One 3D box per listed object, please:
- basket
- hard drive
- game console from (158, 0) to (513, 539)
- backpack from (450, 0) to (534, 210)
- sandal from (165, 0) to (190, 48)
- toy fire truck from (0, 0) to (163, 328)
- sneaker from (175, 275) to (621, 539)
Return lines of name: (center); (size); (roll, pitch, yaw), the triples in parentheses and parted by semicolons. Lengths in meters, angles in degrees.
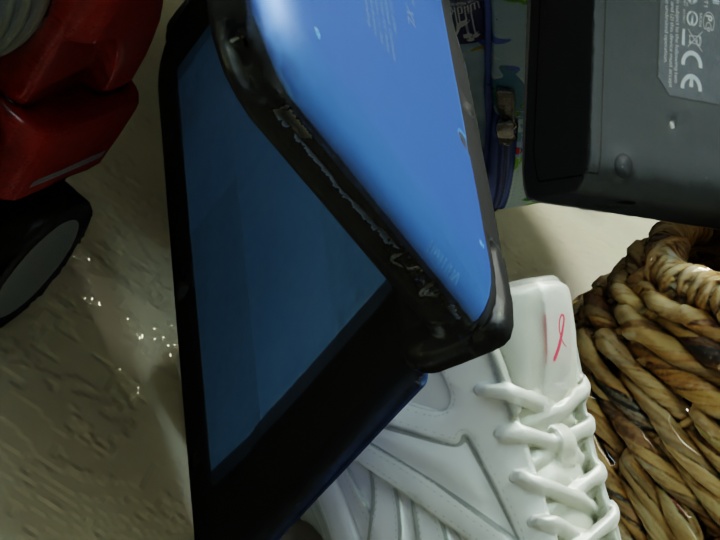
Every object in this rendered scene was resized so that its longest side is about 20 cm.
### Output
basket: (0.157, 0.031, 0.777); (0.200, 0.149, 0.143); (-2, 59, -52)
hard drive: (0.137, -0.079, 0.760); (0.199, 0.033, 0.140); (7, 81, -34)
game console: (-0.038, -0.055, 0.632); (0.171, 0.118, 0.201); (49, 25, -46)
backpack: (0.038, -0.120, 0.880); (0.146, 0.200, 0.184); (-15, 55, -4)
sandal: (0.000, 0.001, 0.794); (0.201, 0.048, 0.075); (49, 28, -3)
toy fire truck: (-0.114, -0.083, 0.601); (0.129, 0.200, 0.176); (40, 25, 8)
sneaker: (0.033, 0.053, 0.669); (0.200, 0.100, 0.078); (48, 28, 24)
